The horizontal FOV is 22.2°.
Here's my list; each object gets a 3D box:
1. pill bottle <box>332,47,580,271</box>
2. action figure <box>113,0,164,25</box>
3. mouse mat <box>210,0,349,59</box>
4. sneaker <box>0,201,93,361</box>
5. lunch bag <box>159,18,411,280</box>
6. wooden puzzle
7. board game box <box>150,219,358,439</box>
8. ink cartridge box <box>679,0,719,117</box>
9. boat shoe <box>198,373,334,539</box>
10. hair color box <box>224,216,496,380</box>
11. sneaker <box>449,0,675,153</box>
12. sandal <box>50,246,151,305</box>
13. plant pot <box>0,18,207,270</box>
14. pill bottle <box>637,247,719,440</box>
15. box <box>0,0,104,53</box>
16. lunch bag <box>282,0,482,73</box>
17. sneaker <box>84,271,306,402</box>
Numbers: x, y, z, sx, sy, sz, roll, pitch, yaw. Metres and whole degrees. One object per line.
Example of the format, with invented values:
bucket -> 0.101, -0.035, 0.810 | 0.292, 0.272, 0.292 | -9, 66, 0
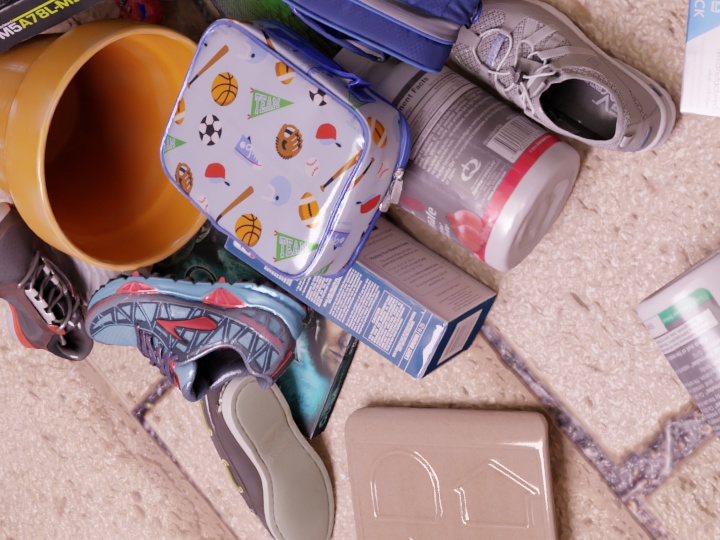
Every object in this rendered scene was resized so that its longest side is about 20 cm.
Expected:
pill bottle -> 0.061, -0.096, 1.418 | 0.199, 0.111, 0.111 | 34, 117, 17
action figure -> -0.178, -0.261, 1.515 | 0.065, 0.099, 0.200 | 43, 121, 13
mouse mat -> -0.060, -0.246, 1.444 | 0.160, 0.008, 0.201 | -20, 118, 30
sneaker -> -0.274, 0.013, 1.588 | 0.082, 0.077, 0.200 | 27, 159, 23
lunch bag -> -0.055, -0.095, 1.386 | 0.200, 0.075, 0.161 | 38, 112, 29
wooden puzzle -> 0.082, 0.213, 1.529 | 0.184, 0.046, 0.202 | -1, 98, 28
board game box -> -0.095, 0.038, 1.585 | 0.199, 0.028, 0.136 | 30, 116, 19
ink cartridge box -> 0.332, -0.159, 1.281 | 0.199, 0.068, 0.116 | 9, 108, 26
boat shoe -> -0.081, 0.163, 1.572 | 0.060, 0.072, 0.202 | 16, 136, 45
hair color box -> 0.000, 0.000, 1.482 | 0.199, 0.100, 0.061 | 35, 116, 17
sneaker -> 0.140, -0.151, 1.376 | 0.199, 0.082, 0.075 | 28, 114, 22
sandal -> -0.237, -0.008, 1.636 | 0.202, 0.050, 0.083 | 28, 138, 37
plant pot -> -0.239, -0.119, 1.536 | 0.183, 0.199, 0.202 | 19, 113, 43
pill bottle -> 0.300, 0.080, 1.335 | 0.113, 0.113, 0.201 | -35, 85, 30
box -> -0.252, -0.288, 1.508 | 0.192, 0.047, 0.201 | -18, 53, 29
lunch bag -> 0.005, -0.231, 1.344 | 0.199, 0.136, 0.133 | 25, 110, -21
sneaker -> -0.146, 0.057, 1.495 | 0.198, 0.079, 0.096 | -1, 62, 25
